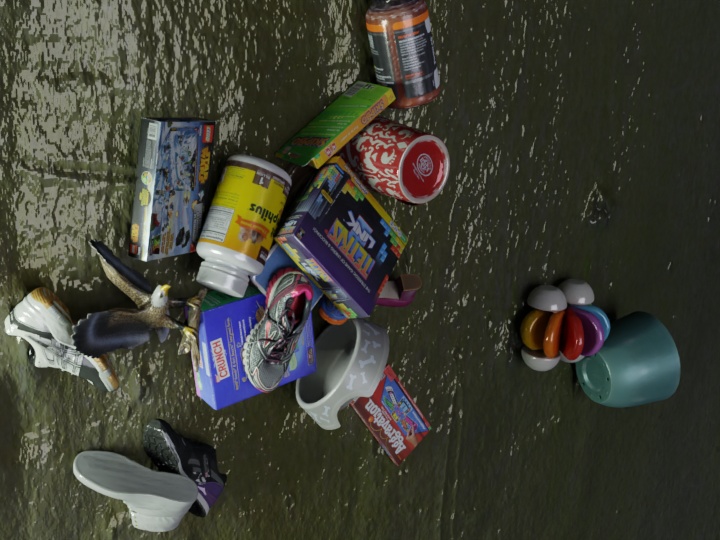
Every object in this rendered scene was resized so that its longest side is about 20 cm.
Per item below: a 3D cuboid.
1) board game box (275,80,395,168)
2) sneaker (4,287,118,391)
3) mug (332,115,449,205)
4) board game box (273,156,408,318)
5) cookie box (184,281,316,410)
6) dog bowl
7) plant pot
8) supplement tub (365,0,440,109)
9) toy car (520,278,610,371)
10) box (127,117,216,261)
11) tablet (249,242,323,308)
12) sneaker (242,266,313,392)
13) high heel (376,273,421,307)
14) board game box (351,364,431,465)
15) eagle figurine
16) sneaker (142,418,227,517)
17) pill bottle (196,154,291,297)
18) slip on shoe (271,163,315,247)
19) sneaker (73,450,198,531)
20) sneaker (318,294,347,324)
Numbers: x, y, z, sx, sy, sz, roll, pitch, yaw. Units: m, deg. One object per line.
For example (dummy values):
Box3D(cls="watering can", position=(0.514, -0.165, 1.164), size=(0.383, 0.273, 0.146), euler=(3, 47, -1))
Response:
Box3D(cls="board game box", position=(-0.042, -0.233, 1.578), size=(0.200, 0.095, 0.030), euler=(-41, 126, -19))
Box3D(cls="sneaker", position=(-0.436, 0.115, 1.426), size=(0.087, 0.076, 0.201), euler=(-37, 122, -3))
Box3D(cls="mug", position=(0.060, -0.181, 1.606), size=(0.176, 0.199, 0.136), euler=(12, 98, -38))
Box3D(cls="board game box", position=(-0.026, -0.051, 1.555), size=(0.200, 0.056, 0.167), euler=(47, 55, -30))
Box3D(cls="cookie box", position=(-0.178, 0.109, 1.603), size=(0.198, 0.075, 0.174), euler=(-17, 113, -33))
Box3D(cls="dog bowl", position=(-0.036, 0.166, 1.663), size=(0.058, 0.200, 0.202), euler=(33, 85, -25))
Box3D(cls="plant pot", position=(0.569, 0.206, 2.135), size=(0.159, 0.200, 0.204), euler=(-13, 114, -23))
Box3D(cls="supplement tub", position=(0.067, -0.376, 1.605), size=(0.106, 0.106, 0.203), euler=(-27, 121, -27))
Box3D(cls="toy car", position=(0.434, 0.122, 2.024), size=(0.198, 0.149, 0.178), euler=(-10, 111, -34))
Box3D(cls="box", position=(-0.277, -0.123, 1.439), size=(0.136, 0.039, 0.204), euler=(-15, 117, -62))
Box3D(cls="tablet", position=(-0.082, -0.026, 1.586), size=(0.201, 0.014, 0.130), euler=(-53, 124, -15))
Box3D(cls="sneaker", position=(-0.129, 0.099, 1.534), size=(0.079, 0.075, 0.203), euler=(8, 106, -29))
Box3D(cls="high heel", position=(0.007, 0.039, 1.749), size=(0.197, 0.096, 0.068), euler=(-7, 69, -22))
Box3D(cls="board game box", position=(0.059, 0.278, 1.879), size=(0.103, 0.019, 0.201), euler=(-45, 127, -15))
Box3D(cls="eagle figurine", position=(-0.325, 0.050, 1.433), size=(0.197, 0.152, 0.153), euler=(13, 115, -26))
Box3D(cls="sneaker", position=(-0.286, 0.304, 1.608), size=(0.088, 0.075, 0.202), euler=(-49, 131, -37))
Box3D(cls="pill bottle", position=(-0.184, -0.067, 1.497), size=(0.108, 0.108, 0.203), euler=(26, 78, -39))
Box3D(cls="slip on shoe", position=(-0.120, -0.081, 1.593), size=(0.076, 0.060, 0.202), euler=(30, 86, -39))
Box3D(cls="sneaker", position=(-0.368, 0.359, 1.547), size=(0.197, 0.074, 0.116), euler=(21, 130, -13))
Box3D(cls="sneaker", position=(0.000, 0.000, 1.662), size=(0.075, 0.079, 0.202), euler=(29, 61, -6))
